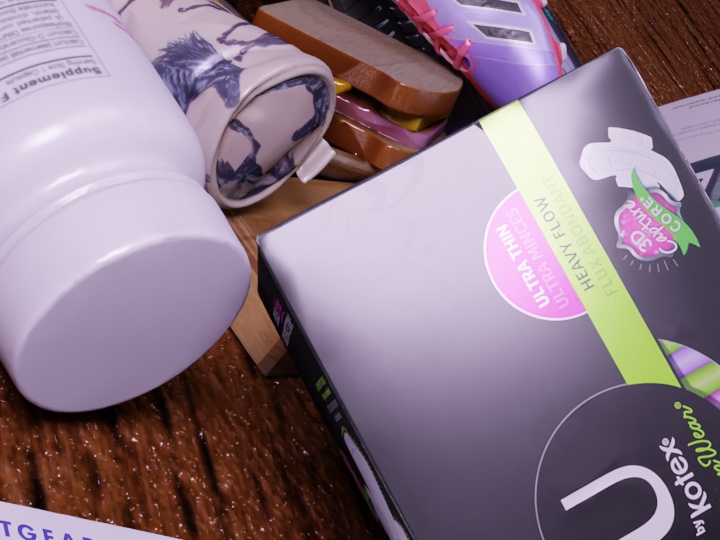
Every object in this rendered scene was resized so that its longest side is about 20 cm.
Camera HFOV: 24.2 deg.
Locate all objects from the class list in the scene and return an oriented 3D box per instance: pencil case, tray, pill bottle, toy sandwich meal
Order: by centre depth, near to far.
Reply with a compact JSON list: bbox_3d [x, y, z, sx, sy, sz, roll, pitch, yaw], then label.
[{"bbox_3d":[-0.129,-0.052,0.642,0.113,0.113,0.200,5,43,-51],"label":"pill bottle"},{"bbox_3d":[-0.103,-0.105,0.760,0.200,0.078,0.089,36,12,22],"label":"pencil case"},{"bbox_3d":[0.000,0.000,0.829,0.200,0.037,0.099,0,46,-53],"label":"tray"},{"bbox_3d":[-0.040,-0.117,0.884,0.205,0.070,0.205,31,16,-10],"label":"toy sandwich meal"}]

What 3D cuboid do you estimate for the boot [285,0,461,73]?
[{"bbox_3d":[-0.037,-0.178,1.006,0.077,0.138,0.200,-47,114,-28],"label":"boot"}]

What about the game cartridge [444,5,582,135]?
[{"bbox_3d":[0.085,-0.087,0.977,0.038,0.130,0.200,8,38,-24],"label":"game cartridge"}]

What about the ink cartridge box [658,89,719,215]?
[{"bbox_3d":[0.175,0.020,0.791,0.147,0.084,0.200,63,34,-22],"label":"ink cartridge box"}]

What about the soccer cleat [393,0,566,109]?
[{"bbox_3d":[0.037,-0.155,0.899,0.076,0.067,0.201,-20,71,-29],"label":"soccer cleat"}]

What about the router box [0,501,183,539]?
[{"bbox_3d":[-0.040,0.164,0.493,0.199,0.049,0.180,20,32,-36],"label":"router box"}]

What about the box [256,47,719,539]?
[{"bbox_3d":[0.069,0.050,0.608,0.201,0.148,0.124,61,-7,5],"label":"box"}]
